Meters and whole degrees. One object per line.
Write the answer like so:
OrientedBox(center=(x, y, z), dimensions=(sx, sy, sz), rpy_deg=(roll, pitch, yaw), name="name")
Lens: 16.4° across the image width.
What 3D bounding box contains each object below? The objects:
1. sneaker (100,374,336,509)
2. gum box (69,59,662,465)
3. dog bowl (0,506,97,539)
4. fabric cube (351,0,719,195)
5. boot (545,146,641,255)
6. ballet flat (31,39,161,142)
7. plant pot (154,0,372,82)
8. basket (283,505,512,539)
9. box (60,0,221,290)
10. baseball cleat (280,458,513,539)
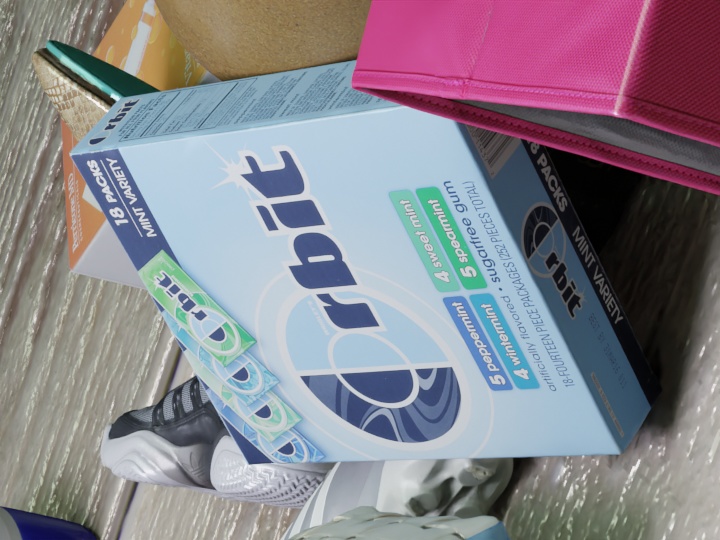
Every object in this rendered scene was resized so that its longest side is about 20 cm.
OrientedBox(center=(-0.064, 0.059, 1.276), dimensions=(0.200, 0.075, 0.115), rpy_deg=(-1, 77, 57), name="sneaker")
OrientedBox(center=(0.000, 0.000, 1.007), dimensions=(0.199, 0.170, 0.045), rpy_deg=(-4, 35, 40), name="gum box")
OrientedBox(center=(-0.222, 0.243, 1.492), dimensions=(0.200, 0.078, 0.201), rpy_deg=(-37, 46, 51), name="dog bowl")
OrientedBox(center=(0.138, -0.128, 0.821), dimensions=(0.200, 0.195, 0.201), rpy_deg=(15, 91, 64), name="fabric cube")
OrientedBox(center=(0.078, -0.096, 1.081), dimensions=(0.200, 0.069, 0.175), rpy_deg=(-43, 40, 33), name="boot")
OrientedBox(center=(-0.081, -0.045, 1.229), dimensions=(0.066, 0.199, 0.071), rpy_deg=(-65, -6, 14), name="ballet flat")
OrientedBox(center=(-0.013, -0.182, 0.954), dimensions=(0.200, 0.185, 0.188), rpy_deg=(70, -157, -70), name="plant pot")
OrientedBox(center=(0.018, 0.201, 0.991), dimensions=(0.176, 0.139, 0.201), rpy_deg=(-12, 102, 62), name="basket")
OrientedBox(center=(-0.078, -0.094, 1.344), dimensions=(0.200, 0.097, 0.125), rpy_deg=(-51, 36, 41), name="box")
OrientedBox(center=(0.003, 0.109, 1.138), dimensions=(0.200, 0.070, 0.107), rpy_deg=(-45, 33, 32), name="baseball cleat")
